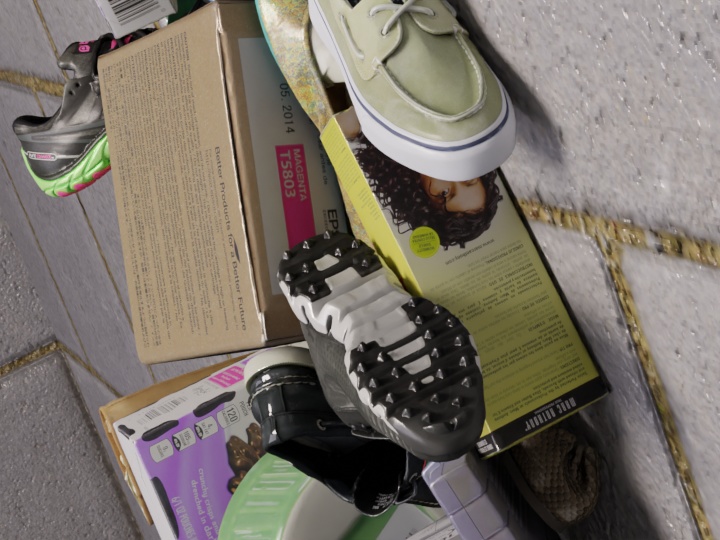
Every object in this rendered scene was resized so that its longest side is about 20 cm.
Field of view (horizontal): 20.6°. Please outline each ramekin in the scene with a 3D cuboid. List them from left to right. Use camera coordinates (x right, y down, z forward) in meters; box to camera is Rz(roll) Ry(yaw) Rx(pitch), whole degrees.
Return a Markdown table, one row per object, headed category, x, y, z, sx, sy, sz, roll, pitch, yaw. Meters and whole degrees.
| category | x | y | z | sx | sy | sz | roll | pitch | yaw |
| --- | --- | --- | --- | --- | --- | --- | --- | --- | --- |
| ramekin | 0.009 | 0.200 | 1.325 | 0.202 | 0.199 | 0.098 | 65 | 157 | -1 |

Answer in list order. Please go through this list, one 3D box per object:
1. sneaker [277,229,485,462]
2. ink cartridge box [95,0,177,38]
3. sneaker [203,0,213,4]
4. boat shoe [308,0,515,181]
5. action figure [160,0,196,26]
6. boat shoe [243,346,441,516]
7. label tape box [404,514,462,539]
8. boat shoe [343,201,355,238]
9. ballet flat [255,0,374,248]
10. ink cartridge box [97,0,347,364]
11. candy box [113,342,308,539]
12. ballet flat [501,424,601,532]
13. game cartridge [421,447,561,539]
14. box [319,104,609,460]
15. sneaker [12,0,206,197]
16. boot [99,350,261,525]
| category | x | y | z | sx | sy | sz | roll | pitch | yaw |
| --- | --- | --- | --- | --- | --- | --- | --- | --- | --- |
| sneaker | 0.019 | 0.056 | 1.035 | 0.200 | 0.066 | 0.091 | 47 | 158 | 56 |
| ink cartridge box | -0.174 | -0.246 | 1.378 | 0.200 | 0.050 | 0.110 | -107 | -7 | -65 |
| sneaker | -0.096 | -0.215 | 1.269 | 0.200 | 0.070 | 0.083 | 54 | 169 | 51 |
| boat shoe | 0.016 | -0.121 | 1.024 | 0.200 | 0.071 | 0.062 | 54 | 164 | 44 |
| action figure | -0.134 | -0.096 | 1.446 | 0.118 | 0.054 | 0.202 | 65 | -161 | -62 |
| boat shoe | 0.004 | 0.116 | 1.210 | 0.199 | 0.074 | 0.067 | 41 | -146 | -45 |
| label tape box | 0.021 | 0.211 | 1.143 | 0.064 | 0.143 | 0.200 | 58 | -175 | -1 |
| boat shoe | -0.001 | -0.001 | 1.234 | 0.202 | 0.066 | 0.072 | 66 | -159 | 9 |
| ballet flat | 0.003 | -0.097 | 1.138 | 0.202 | 0.070 | 0.071 | 68 | 164 | -11 |
| ink cartridge box | -0.084 | -0.050 | 1.209 | 0.164 | 0.075 | 0.202 | -10 | 87 | 55 |
| candy box | -0.051 | 0.145 | 1.415 | 0.169 | 0.199 | 0.071 | 67 | 164 | -12 |
| ballet flat | 0.084 | 0.063 | 1.150 | 0.067 | 0.046 | 0.201 | 34 | -160 | -50 |
| game cartridge | 0.083 | 0.148 | 1.136 | 0.130 | 0.038 | 0.200 | 53 | -174 | -1 |
| box | 0.054 | -0.004 | 1.075 | 0.201 | 0.075 | 0.050 | 63 | 165 | 4 |
| sneaker | -0.163 | -0.135 | 1.370 | 0.084 | 0.200 | 0.077 | 50 | -170 | -5 |
| boot | -0.076 | 0.137 | 1.486 | 0.177 | 0.199 | 0.066 | 68 | 164 | -13 |
